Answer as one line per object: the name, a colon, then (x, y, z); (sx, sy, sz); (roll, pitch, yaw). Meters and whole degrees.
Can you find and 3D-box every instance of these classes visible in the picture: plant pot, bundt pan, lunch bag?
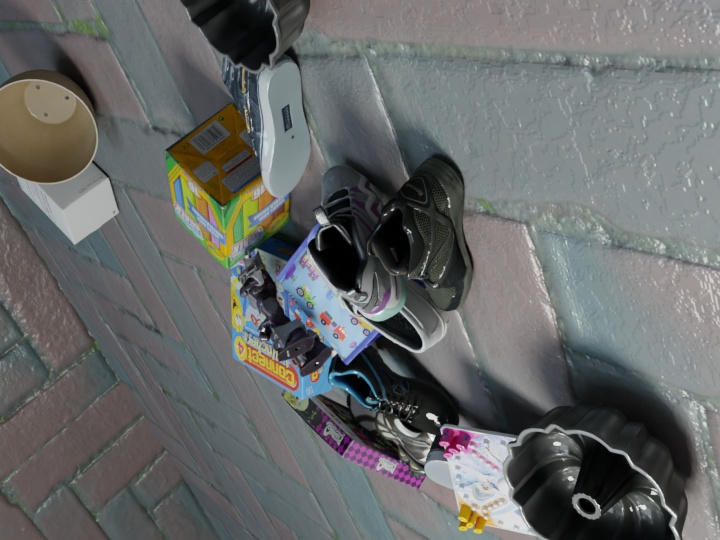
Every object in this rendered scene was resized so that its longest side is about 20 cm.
plant pot: (-0.566, -0.278, 1.688); (0.136, 0.196, 0.203); (-102, -7, -54)
bundt pan: (0.254, 0.223, 0.987); (0.199, 0.076, 0.205); (26, 135, 29)
lunch bag: (0.000, 0.000, 1.189); (0.151, 0.094, 0.200); (49, 142, 7)
bundt pan: (-0.124, -0.311, 0.958); (0.201, 0.075, 0.204); (39, 153, 24)

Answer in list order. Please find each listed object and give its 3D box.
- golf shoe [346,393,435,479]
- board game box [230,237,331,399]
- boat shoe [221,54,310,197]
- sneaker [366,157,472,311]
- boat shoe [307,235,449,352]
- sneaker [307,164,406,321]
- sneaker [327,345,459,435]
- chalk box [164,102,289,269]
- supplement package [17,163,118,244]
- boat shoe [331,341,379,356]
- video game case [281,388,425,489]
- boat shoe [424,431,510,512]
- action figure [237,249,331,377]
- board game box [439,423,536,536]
golf shoe: (0.057, 0.215, 1.403); (0.199, 0.077, 0.096); (34, 129, 37)
board game box: (-0.121, 0.062, 1.403); (0.198, 0.055, 0.201); (21, 116, 48)
boat shoe: (-0.114, -0.187, 1.132); (0.090, 0.070, 0.203); (38, 146, 29)
sneaker: (0.062, -0.013, 1.006); (0.076, 0.114, 0.201); (35, 153, 33)
boat shoe: (0.009, 0.029, 1.103); (0.199, 0.068, 0.073); (39, 127, 11)
sneaker: (-0.020, -0.052, 1.027); (0.139, 0.077, 0.203); (32, -150, -57)
sneaker: (0.042, 0.177, 1.292); (0.197, 0.082, 0.074); (29, 120, 7)
chalk box: (-0.178, -0.100, 1.293); (0.124, 0.124, 0.201); (42, 156, 18)
supplement package: (-0.617, -0.180, 1.954); (0.199, 0.121, 0.121); (40, 154, 21)
boat shoe: (-0.034, 0.132, 1.424); (0.070, 0.070, 0.199); (58, 154, -14)
video game case: (-0.009, 0.257, 1.467); (0.199, 0.036, 0.181); (34, -178, -43)
boat shoe: (0.183, 0.273, 1.243); (0.195, 0.069, 0.074); (19, 137, 9)
action figure: (-0.121, 0.055, 1.274); (0.200, 0.069, 0.131); (46, 167, 42)
board game box: (0.203, 0.278, 1.164); (0.196, 0.026, 0.203); (7, 135, 24)
